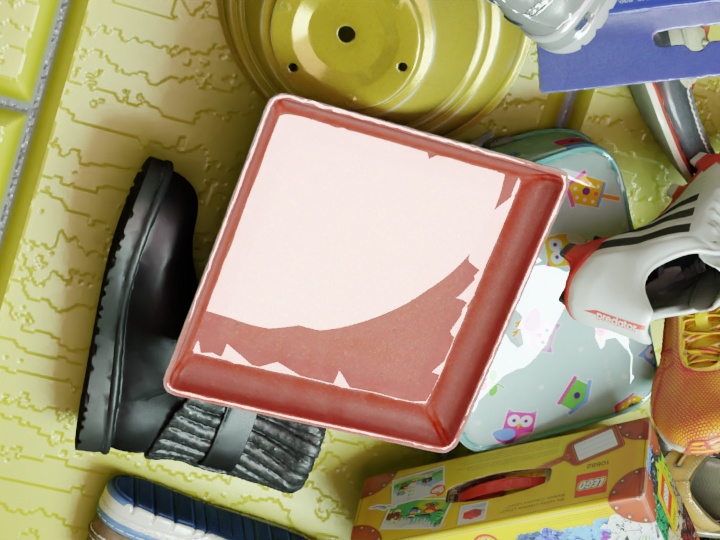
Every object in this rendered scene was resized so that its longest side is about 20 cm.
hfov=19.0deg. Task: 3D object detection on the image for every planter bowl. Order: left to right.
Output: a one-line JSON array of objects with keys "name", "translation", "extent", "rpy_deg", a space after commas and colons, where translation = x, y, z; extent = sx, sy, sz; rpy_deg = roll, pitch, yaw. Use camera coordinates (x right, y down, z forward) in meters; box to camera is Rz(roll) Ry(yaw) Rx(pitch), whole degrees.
[{"name": "planter bowl", "translation": [-0.001, -0.150, 1.273], "extent": [0.200, 0.083, 0.201], "rpy_deg": [5, 114, 12]}]

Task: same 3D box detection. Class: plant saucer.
[{"name": "plant saucer", "translation": [0.000, 0.000, 1.299], "extent": [0.199, 0.037, 0.200], "rpy_deg": [14, 112, -22]}]

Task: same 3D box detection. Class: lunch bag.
[{"name": "lunch bag", "translation": [0.100, 0.010, 1.393], "extent": [0.160, 0.077, 0.200], "rpy_deg": [-16, 111, -6]}]

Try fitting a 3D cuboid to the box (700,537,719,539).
[{"name": "box", "translation": [0.220, 0.263, 1.523], "extent": [0.199, 0.044, 0.161], "rpy_deg": [-4, 108, -12]}]

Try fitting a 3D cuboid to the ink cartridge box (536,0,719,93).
[{"name": "ink cartridge box", "translation": [0.194, -0.217, 1.291], "extent": [0.197, 0.047, 0.201], "rpy_deg": [-6, 86, 9]}]

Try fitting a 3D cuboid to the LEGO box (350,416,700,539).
[{"name": "LEGO box", "translation": [0.116, 0.192, 1.395], "extent": [0.200, 0.077, 0.149], "rpy_deg": [-14, 122, 21]}]

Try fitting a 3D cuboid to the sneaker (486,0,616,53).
[{"name": "sneaker", "translation": [0.133, -0.226, 1.228], "extent": [0.082, 0.075, 0.200], "rpy_deg": [19, 95, -41]}]

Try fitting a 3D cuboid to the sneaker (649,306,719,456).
[{"name": "sneaker", "translation": [0.216, 0.043, 1.373], "extent": [0.073, 0.200, 0.077], "rpy_deg": [-9, 124, 14]}]

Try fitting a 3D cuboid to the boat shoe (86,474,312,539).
[{"name": "boat shoe", "translation": [-0.088, 0.203, 1.425], "extent": [0.200, 0.072, 0.072], "rpy_deg": [25, 106, -9]}]

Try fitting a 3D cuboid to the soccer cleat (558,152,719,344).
[{"name": "soccer cleat", "translation": [0.209, -0.015, 1.328], "extent": [0.200, 0.085, 0.069], "rpy_deg": [-29, 132, -32]}]

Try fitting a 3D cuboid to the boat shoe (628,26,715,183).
[{"name": "boat shoe", "translation": [0.192, -0.152, 1.365], "extent": [0.062, 0.071, 0.200], "rpy_deg": [-24, 106, -2]}]

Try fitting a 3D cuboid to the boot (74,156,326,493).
[{"name": "boot", "translation": [-0.088, 0.036, 1.356], "extent": [0.157, 0.079, 0.212], "rpy_deg": [10, 116, -9]}]

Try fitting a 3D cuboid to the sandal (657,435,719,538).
[{"name": "sandal", "translation": [0.233, 0.152, 1.465], "extent": [0.199, 0.054, 0.081], "rpy_deg": [5, 77, -8]}]
